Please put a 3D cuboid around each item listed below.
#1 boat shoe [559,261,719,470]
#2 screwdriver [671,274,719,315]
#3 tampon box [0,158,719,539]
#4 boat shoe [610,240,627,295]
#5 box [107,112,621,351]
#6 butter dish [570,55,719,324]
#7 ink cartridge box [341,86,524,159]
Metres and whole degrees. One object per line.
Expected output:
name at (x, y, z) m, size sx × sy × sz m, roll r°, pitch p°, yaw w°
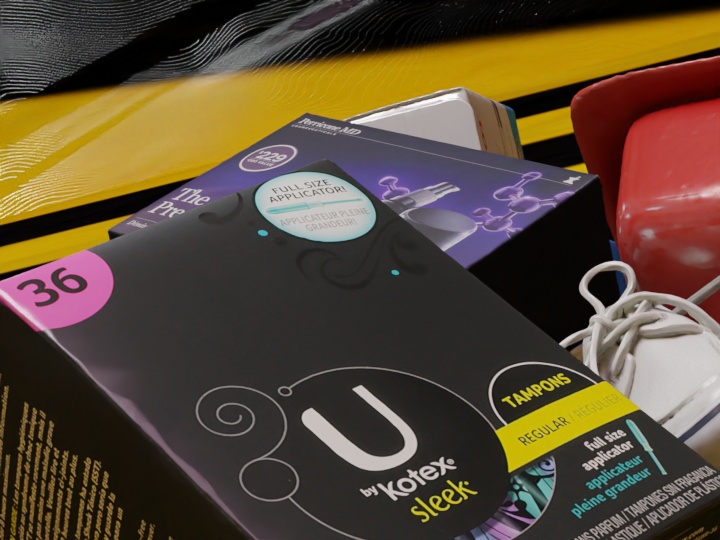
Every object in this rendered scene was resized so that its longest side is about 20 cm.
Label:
boat shoe at (0.113, 0.039, 0.806) m, size 0.074 × 0.086 × 0.202 m, roll -37°, pitch -1°, yaw -4°
screwdriver at (0.106, 0.050, 0.931) m, size 0.029 × 0.028 × 0.200 m, roll -32°, pitch -7°, yaw -46°
tampon box at (-0.010, 0.081, 0.651) m, size 0.149 × 0.127 × 0.200 m, roll -23°, pitch 49°, yaw -39°
boat shoe at (0.076, 0.005, 1.088) m, size 0.199 × 0.085 × 0.069 m, roll 12°, pitch -2°, yaw -2°
box at (0.000, 0.000, 0.940) m, size 0.141 × 0.079 × 0.199 m, roll -31°, pitch 32°, yaw -36°
butter dish at (0.201, 0.007, 0.947) m, size 0.198 × 0.201 × 0.148 m, roll -8°, pitch 31°, yaw 29°
ink cartridge box at (0.061, -0.030, 1.265) m, size 0.085 × 0.147 × 0.200 m, roll -12°, pitch -2°, yaw 14°
